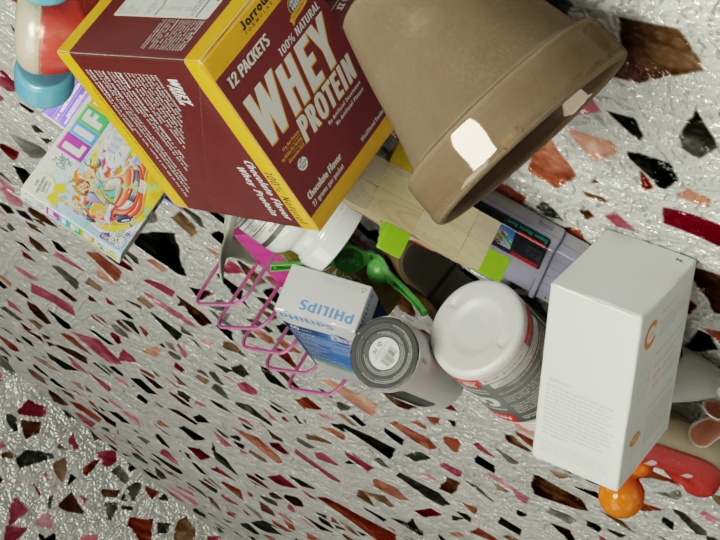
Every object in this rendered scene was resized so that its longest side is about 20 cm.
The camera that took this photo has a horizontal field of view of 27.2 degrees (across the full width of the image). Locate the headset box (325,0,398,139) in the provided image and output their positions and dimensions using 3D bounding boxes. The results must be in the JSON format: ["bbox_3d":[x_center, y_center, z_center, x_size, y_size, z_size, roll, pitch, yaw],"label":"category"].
[{"bbox_3d":[-0.027,-0.203,1.353,0.198,0.078,0.149,17,154,38],"label":"headset box"}]

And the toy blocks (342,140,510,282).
[{"bbox_3d":[0.043,-0.063,1.447,0.198,0.101,0.137,27,179,-15],"label":"toy blocks"}]

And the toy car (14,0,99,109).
[{"bbox_3d":[-0.236,-0.265,1.463,0.197,0.179,0.185,6,146,-9],"label":"toy car"}]

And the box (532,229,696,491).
[{"bbox_3d":[0.241,0.085,1.426,0.097,0.124,0.202,21,126,27],"label":"box"}]

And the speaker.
[{"bbox_3d":[0.057,0.106,1.661,0.081,0.082,0.200,23,177,21],"label":"speaker"}]

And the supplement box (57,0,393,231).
[{"bbox_3d":[-0.112,-0.158,1.285,0.199,0.133,0.198,11,146,44],"label":"supplement box"}]

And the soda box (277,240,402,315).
[{"bbox_3d":[-0.040,-0.011,1.777,0.200,0.068,0.064,46,171,-32],"label":"soda box"}]

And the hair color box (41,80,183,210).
[{"bbox_3d":[-0.276,-0.154,1.777,0.199,0.065,0.109,36,-178,-6],"label":"hair color box"}]

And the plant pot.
[{"bbox_3d":[0.082,-0.166,1.170,0.175,0.200,0.200,50,159,5],"label":"plant pot"}]

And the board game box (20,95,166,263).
[{"bbox_3d":[-0.272,-0.128,1.682,0.134,0.201,0.034,32,159,-2],"label":"board game box"}]

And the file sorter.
[{"bbox_3d":[-0.095,0.055,1.930,0.200,0.126,0.138,44,156,-27],"label":"file sorter"}]

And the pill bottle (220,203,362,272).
[{"bbox_3d":[-0.100,-0.093,1.637,0.199,0.117,0.116,36,158,-10],"label":"pill bottle"}]

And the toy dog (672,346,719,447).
[{"bbox_3d":[0.342,0.134,1.533,0.198,0.097,0.132,21,158,29],"label":"toy dog"}]

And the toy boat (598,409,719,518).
[{"bbox_3d":[0.305,0.212,1.645,0.198,0.132,0.130,20,-174,-24],"label":"toy boat"}]

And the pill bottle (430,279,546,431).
[{"bbox_3d":[0.169,0.102,1.656,0.113,0.115,0.200,15,163,37],"label":"pill bottle"}]

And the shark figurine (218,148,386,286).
[{"bbox_3d":[-0.087,-0.093,1.534,0.129,0.214,0.090,53,-174,-10],"label":"shark figurine"}]

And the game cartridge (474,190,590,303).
[{"bbox_3d":[0.137,-0.038,1.541,0.198,0.039,0.130,30,162,9],"label":"game cartridge"}]

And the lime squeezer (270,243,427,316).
[{"bbox_3d":[0.000,0.000,1.691,0.198,0.071,0.038,17,115,23],"label":"lime squeezer"}]

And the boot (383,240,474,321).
[{"bbox_3d":[0.098,0.032,1.716,0.201,0.074,0.075,52,167,-26],"label":"boot"}]

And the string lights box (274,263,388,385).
[{"bbox_3d":[-0.018,0.070,1.700,0.102,0.060,0.200,16,161,20],"label":"string lights box"}]
